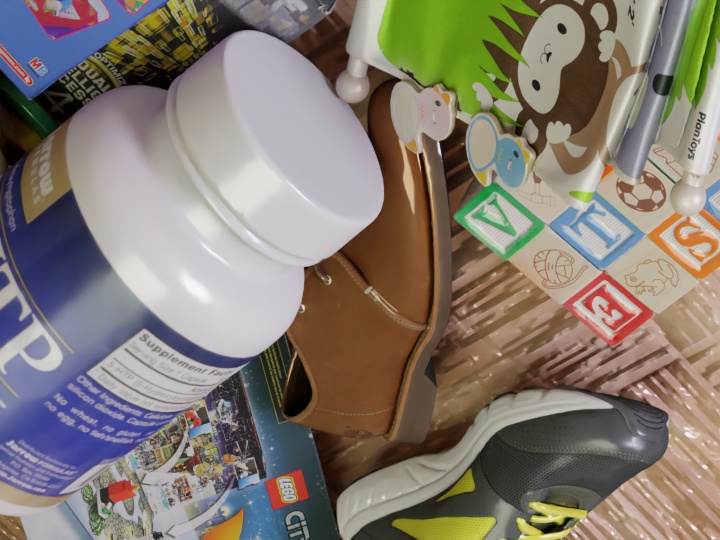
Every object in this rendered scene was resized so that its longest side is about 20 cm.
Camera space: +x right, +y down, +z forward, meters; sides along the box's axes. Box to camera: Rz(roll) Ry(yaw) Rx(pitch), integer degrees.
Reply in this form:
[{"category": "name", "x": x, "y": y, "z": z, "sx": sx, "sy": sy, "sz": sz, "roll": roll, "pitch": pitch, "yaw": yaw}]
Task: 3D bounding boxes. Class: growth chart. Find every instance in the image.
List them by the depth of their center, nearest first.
[{"category": "growth chart", "x": 0.066, "y": -0.095, "z": 1.073, "sx": 0.199, "sy": 0.018, "sz": 0.146, "roll": 24, "pitch": 113, "yaw": 43}]

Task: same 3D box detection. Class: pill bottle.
[{"category": "pill bottle", "x": -0.092, "y": -0.002, "z": 1.163, "sx": 0.200, "sy": 0.120, "sz": 0.120, "roll": -37, "pitch": 107, "yaw": 26}]

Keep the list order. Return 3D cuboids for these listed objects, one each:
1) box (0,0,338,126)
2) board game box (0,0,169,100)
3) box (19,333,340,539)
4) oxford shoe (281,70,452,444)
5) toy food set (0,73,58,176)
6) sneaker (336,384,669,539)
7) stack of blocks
[{"category": "box", "x": -0.120, "y": -0.149, "z": 1.174, "sx": 0.161, "sy": 0.049, "sz": 0.200, "roll": -31, "pitch": 109, "yaw": 38}, {"category": "board game box", "x": -0.141, "y": -0.176, "z": 1.099, "sx": 0.134, "sy": 0.045, "sz": 0.200, "roll": -29, "pitch": 110, "yaw": 38}, {"category": "box", "x": -0.084, "y": 0.103, "z": 1.332, "sx": 0.136, "sy": 0.038, "sz": 0.201, "roll": -18, "pitch": 126, "yaw": -6}, {"category": "oxford shoe", "x": 0.000, "y": 0.000, "z": 1.215, "sx": 0.071, "sy": 0.072, "sz": 0.201, "roll": 0, "pitch": 133, "yaw": -8}, {"category": "toy food set", "x": -0.215, "y": -0.096, "z": 1.222, "sx": 0.199, "sy": 0.049, "sz": 0.198, "roll": 19, "pitch": 152, "yaw": 47}, {"category": "sneaker", "x": 0.065, "y": 0.113, "z": 1.273, "sx": 0.074, "sy": 0.085, "sz": 0.200, "roll": 14, "pitch": 150, "yaw": -31}, {"category": "stack of blocks", "x": 0.121, "y": -0.069, "z": 1.118, "sx": 0.115, "sy": 0.059, "sz": 0.200, "roll": 39, "pitch": 134, "yaw": -9}]
